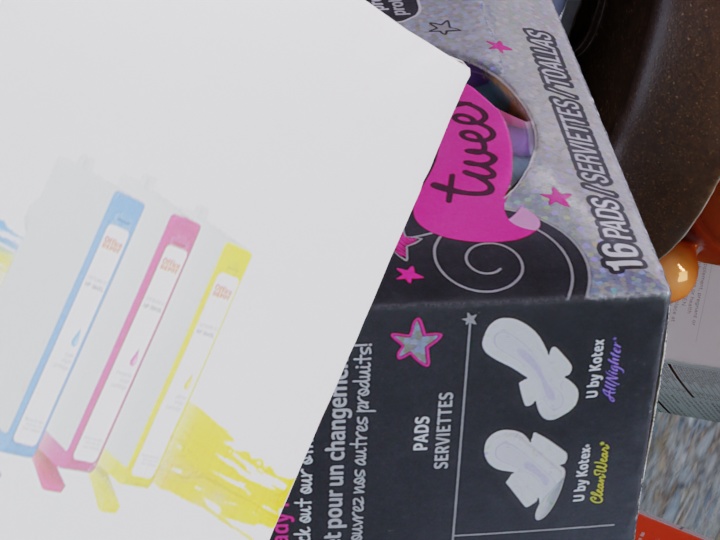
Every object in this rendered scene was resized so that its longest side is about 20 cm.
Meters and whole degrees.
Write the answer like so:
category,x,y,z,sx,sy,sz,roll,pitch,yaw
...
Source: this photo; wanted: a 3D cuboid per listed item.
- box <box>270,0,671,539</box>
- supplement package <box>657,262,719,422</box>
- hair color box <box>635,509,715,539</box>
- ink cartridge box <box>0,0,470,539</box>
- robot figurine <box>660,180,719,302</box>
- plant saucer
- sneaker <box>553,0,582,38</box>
category,x,y,z,sx,sy,sz,roll,pitch,yaw
box,0.000,0.000,0.584,0.200,0.114,0.133,-103,-168,-54
supplement package,0.224,-0.025,0.964,0.147,0.199,0.192,39,64,-66
hair color box,0.129,0.143,0.818,0.061,0.199,0.102,-61,152,-17
ink cartridge box,-0.085,-0.007,0.426,0.125,0.128,0.201,28,82,-42
robot figurine,0.158,-0.056,0.808,0.200,0.143,0.117,-152,-125,-79
plant saucer,0.092,-0.101,0.777,0.200,0.034,0.202,-173,-90,-76
sneaker,0.030,-0.065,0.709,0.108,0.070,0.201,-2,103,-67
